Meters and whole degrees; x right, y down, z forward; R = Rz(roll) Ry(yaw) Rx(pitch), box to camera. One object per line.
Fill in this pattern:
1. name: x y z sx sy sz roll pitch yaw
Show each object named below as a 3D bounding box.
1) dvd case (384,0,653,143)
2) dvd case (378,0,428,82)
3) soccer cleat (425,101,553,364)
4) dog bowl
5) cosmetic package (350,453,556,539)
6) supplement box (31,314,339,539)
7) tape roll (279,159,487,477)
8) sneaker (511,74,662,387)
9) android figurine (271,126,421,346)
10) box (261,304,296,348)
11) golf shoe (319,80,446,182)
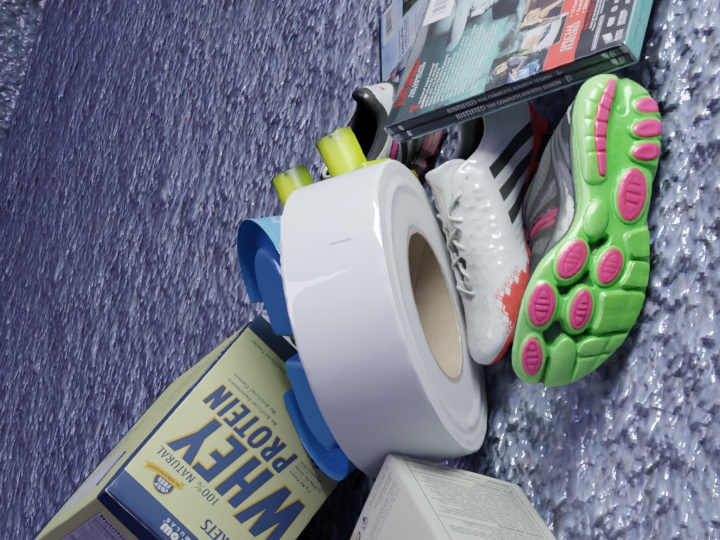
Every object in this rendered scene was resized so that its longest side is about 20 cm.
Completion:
1. dvd case: 0.112 -0.169 1.125 0.199 0.022 0.146 -15 43 39
2. dvd case: 0.070 -0.214 1.379 0.200 0.017 0.143 -47 35 45
3. soccer cleat: 0.081 -0.034 1.147 0.069 0.085 0.201 -28 49 59
4. dog bowl: -0.030 0.050 1.213 0.111 0.049 0.201 -3 106 69
5. cosmetic package: 0.074 0.195 0.987 0.073 0.103 0.200 -66 23 17
6. supplement box: -0.128 0.174 1.317 0.200 0.134 0.200 -50 8 -35
7. tape roll: 0.018 0.031 1.102 0.070 0.203 0.203 -16 50 17
8. sneaker: 0.139 -0.020 1.042 0.084 0.076 0.201 143 145 -74
9. android figurine: 0.000 0.000 1.262 0.182 0.041 0.201 -34 74 43
10. box: -0.053 0.033 1.472 0.121 0.032 0.201 8 84 67
11. golf shoe: -0.008 -0.059 1.344 0.073 0.092 0.201 34 109 43
